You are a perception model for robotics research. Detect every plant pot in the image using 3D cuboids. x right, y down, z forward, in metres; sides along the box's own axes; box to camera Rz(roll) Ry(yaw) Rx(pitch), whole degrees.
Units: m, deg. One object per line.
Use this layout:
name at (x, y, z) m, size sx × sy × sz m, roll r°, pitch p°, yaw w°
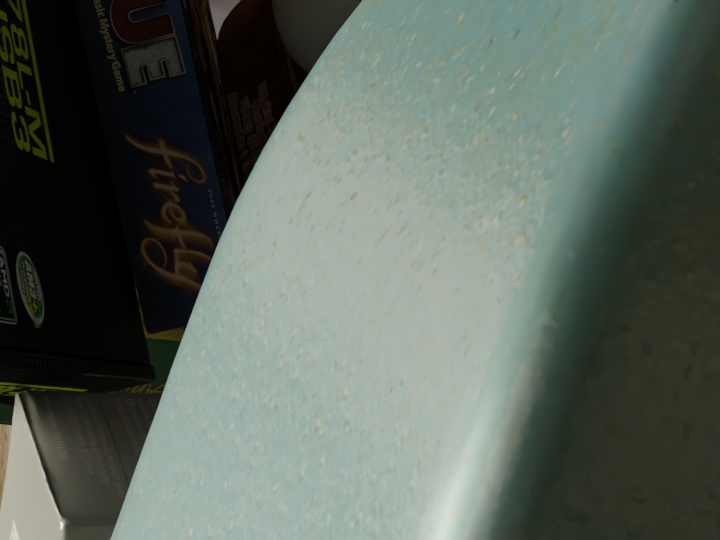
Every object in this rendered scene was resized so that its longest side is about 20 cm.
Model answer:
plant pot at (0.074, 0.026, 0.438) m, size 0.196 × 0.195 × 0.201 m, roll -145°, pitch 67°, yaw -70°

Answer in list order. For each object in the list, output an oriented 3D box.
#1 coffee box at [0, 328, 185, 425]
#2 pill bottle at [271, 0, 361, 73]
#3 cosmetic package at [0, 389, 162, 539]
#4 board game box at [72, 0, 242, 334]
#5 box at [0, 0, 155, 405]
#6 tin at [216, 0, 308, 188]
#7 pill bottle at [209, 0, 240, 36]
coffee box at (-0.118, -0.004, 0.892) m, size 0.200 × 0.122 × 0.044 m, roll -124°, pitch 47°, yaw -56°
pill bottle at (0.022, -0.122, 0.725) m, size 0.111 × 0.111 × 0.201 m, roll 124°, pitch 144°, yaw -60°
cosmetic package at (0.003, 0.097, 0.629) m, size 0.090 × 0.199 × 0.107 m, roll -129°, pitch 46°, yaw -62°
board game box at (-0.065, -0.062, 0.772) m, size 0.200 × 0.034 × 0.136 m, roll -104°, pitch 2°, yaw -81°
box at (-0.117, -0.064, 0.626) m, size 0.193 × 0.047 × 0.201 m, roll 21°, pitch -124°, yaw -77°
tin at (0.009, -0.024, 0.761) m, size 0.042 × 0.112 × 0.201 m, roll -43°, pitch 41°, yaw 31°
pill bottle at (-0.060, -0.196, 0.997) m, size 0.200 × 0.112 × 0.112 m, roll -108°, pitch 26°, yaw -47°
